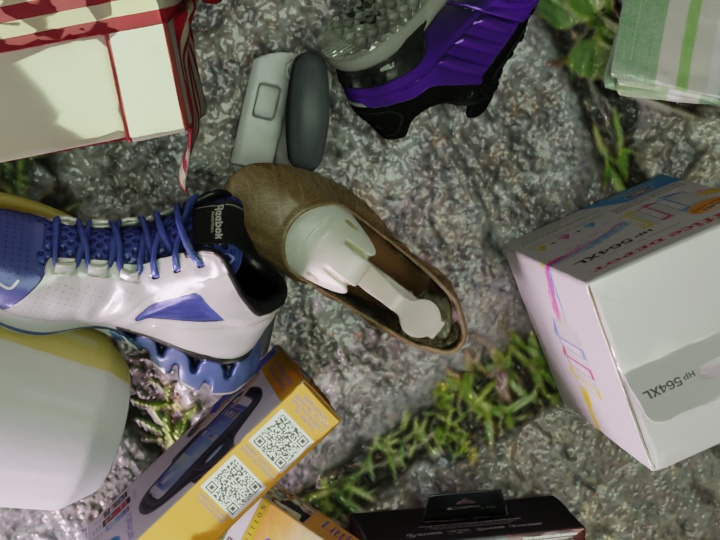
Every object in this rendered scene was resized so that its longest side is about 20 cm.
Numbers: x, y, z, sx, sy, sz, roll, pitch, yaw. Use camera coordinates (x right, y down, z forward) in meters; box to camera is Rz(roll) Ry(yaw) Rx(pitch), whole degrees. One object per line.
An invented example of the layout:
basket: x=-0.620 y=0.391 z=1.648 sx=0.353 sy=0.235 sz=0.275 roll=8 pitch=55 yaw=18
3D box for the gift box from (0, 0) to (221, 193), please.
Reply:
gift box: x=-0.172 y=-0.137 z=0.887 sx=0.186 sy=0.185 sz=0.201 roll=-12 pitch=104 yaw=0

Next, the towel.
towel: x=0.271 y=-0.170 z=1.007 sx=0.199 sy=0.023 sz=0.153 roll=12 pitch=83 yaw=4

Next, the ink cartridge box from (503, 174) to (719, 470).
ink cartridge box: x=0.193 y=0.028 z=0.963 sx=0.128 sy=0.200 sz=0.126 roll=-24 pitch=102 yaw=-7

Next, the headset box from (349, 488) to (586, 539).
headset box: x=0.072 y=0.243 z=1.035 sx=0.148 sy=0.077 sz=0.201 roll=-3 pitch=100 yaw=-10

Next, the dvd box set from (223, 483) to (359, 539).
dvd box set: x=-0.014 y=0.245 z=0.979 sx=0.200 sy=0.029 sz=0.147 roll=33 pitch=110 yaw=14

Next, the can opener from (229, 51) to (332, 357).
can opener: x=-0.060 y=-0.041 z=0.974 sx=0.053 sy=0.067 sz=0.201 roll=12 pitch=95 yaw=-11

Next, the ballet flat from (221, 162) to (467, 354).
ballet flat: x=0.000 y=0.000 z=0.953 sx=0.068 sy=0.072 sz=0.200 roll=-50 pitch=128 yaw=3

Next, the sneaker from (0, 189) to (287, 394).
sneaker: x=-0.125 y=-0.008 z=0.894 sx=0.199 sy=0.081 sz=0.115 roll=21 pitch=131 yaw=-23

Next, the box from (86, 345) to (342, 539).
box: x=-0.104 y=0.136 z=0.964 sx=0.200 sy=0.119 sz=0.042 roll=-42 pitch=103 yaw=-3

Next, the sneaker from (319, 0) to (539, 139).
sneaker: x=0.071 y=-0.155 z=0.988 sx=0.200 sy=0.070 sz=0.100 roll=-35 pitch=123 yaw=-14

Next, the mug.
mug: x=-0.217 y=0.060 z=0.924 sx=0.153 sy=0.149 sz=0.187 roll=16 pitch=101 yaw=-20
